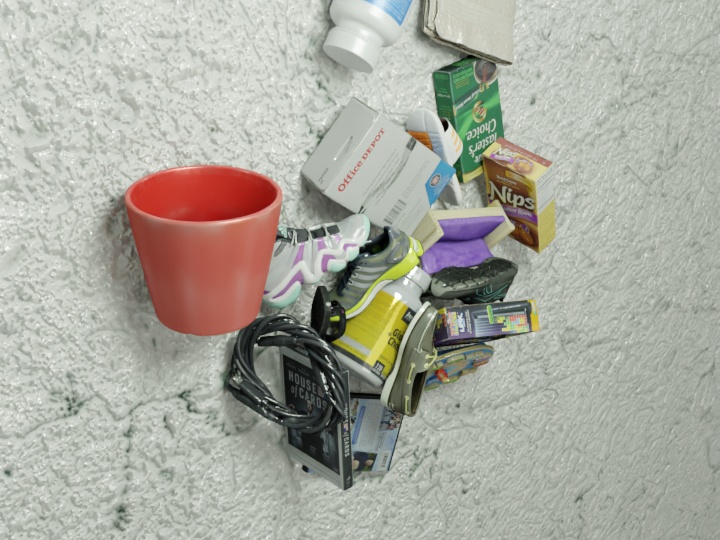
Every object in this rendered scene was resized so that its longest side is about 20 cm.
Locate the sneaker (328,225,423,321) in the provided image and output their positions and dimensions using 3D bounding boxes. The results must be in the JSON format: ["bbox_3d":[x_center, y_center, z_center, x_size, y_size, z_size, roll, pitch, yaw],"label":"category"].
[{"bbox_3d":[0.000,0.000,1.367,0.200,0.074,0.081,-41,126,9],"label":"sneaker"}]

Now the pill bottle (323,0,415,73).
[{"bbox_3d":[0.022,-0.397,1.261,0.112,0.112,0.201,28,84,-43],"label":"pill bottle"}]

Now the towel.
[{"bbox_3d":[0.184,-0.424,1.418,0.199,0.034,0.133,7,85,-37],"label":"towel"}]

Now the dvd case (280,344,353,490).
[{"bbox_3d":[-0.069,0.226,1.354,0.025,0.150,0.201,-18,115,-37],"label":"dvd case"}]

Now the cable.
[{"bbox_3d":[-0.098,0.156,1.279,0.164,0.200,0.051,-62,169,17],"label":"cable"}]

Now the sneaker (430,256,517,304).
[{"bbox_3d":[0.196,0.033,1.475,0.200,0.075,0.080,-11,121,-40],"label":"sneaker"}]

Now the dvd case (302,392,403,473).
[{"bbox_3d":[-0.006,0.285,1.521,0.200,0.018,0.143,11,96,-42],"label":"dvd case"}]

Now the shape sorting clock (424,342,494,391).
[{"bbox_3d":[0.143,0.179,1.523,0.200,0.200,0.039,4,61,-42],"label":"shape sorting clock"}]

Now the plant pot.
[{"bbox_3d":[-0.204,-0.024,1.144,0.200,0.200,0.178,-19,126,-36],"label":"plant pot"}]

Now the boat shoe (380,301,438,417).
[{"bbox_3d":[0.092,0.145,1.396,0.072,0.060,0.202,-27,140,-57],"label":"boat shoe"}]

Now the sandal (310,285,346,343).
[{"bbox_3d":[-0.049,0.080,1.326,0.048,0.201,0.076,-4,64,-9],"label":"sandal"}]

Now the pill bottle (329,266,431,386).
[{"bbox_3d":[0.034,0.081,1.425,0.112,0.112,0.200,41,76,-41],"label":"pill bottle"}]

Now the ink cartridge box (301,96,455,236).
[{"bbox_3d":[0.030,-0.154,1.344,0.200,0.084,0.145,29,100,-43],"label":"ink cartridge box"}]

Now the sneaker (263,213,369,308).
[{"bbox_3d":[-0.092,-0.047,1.274,0.200,0.078,0.140,-39,123,-1],"label":"sneaker"}]

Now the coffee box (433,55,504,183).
[{"bbox_3d":[0.193,-0.265,1.500,0.123,0.044,0.201,-29,122,-33],"label":"coffee box"}]

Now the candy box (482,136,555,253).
[{"bbox_3d":[0.284,-0.131,1.537,0.056,0.117,0.200,-43,145,-20],"label":"candy box"}]

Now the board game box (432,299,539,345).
[{"bbox_3d":[0.182,0.095,1.470,0.165,0.200,0.057,-6,82,-18],"label":"board game box"}]

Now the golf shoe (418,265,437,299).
[{"bbox_3d":[0.179,0.011,1.559,0.200,0.077,0.088,5,88,-46],"label":"golf shoe"}]

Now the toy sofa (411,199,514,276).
[{"bbox_3d":[0.174,-0.058,1.493,0.200,0.098,0.083,-6,153,-41],"label":"toy sofa"}]

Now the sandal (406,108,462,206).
[{"bbox_3d":[0.138,-0.200,1.457,0.059,0.079,0.207,-47,138,-22],"label":"sandal"}]
